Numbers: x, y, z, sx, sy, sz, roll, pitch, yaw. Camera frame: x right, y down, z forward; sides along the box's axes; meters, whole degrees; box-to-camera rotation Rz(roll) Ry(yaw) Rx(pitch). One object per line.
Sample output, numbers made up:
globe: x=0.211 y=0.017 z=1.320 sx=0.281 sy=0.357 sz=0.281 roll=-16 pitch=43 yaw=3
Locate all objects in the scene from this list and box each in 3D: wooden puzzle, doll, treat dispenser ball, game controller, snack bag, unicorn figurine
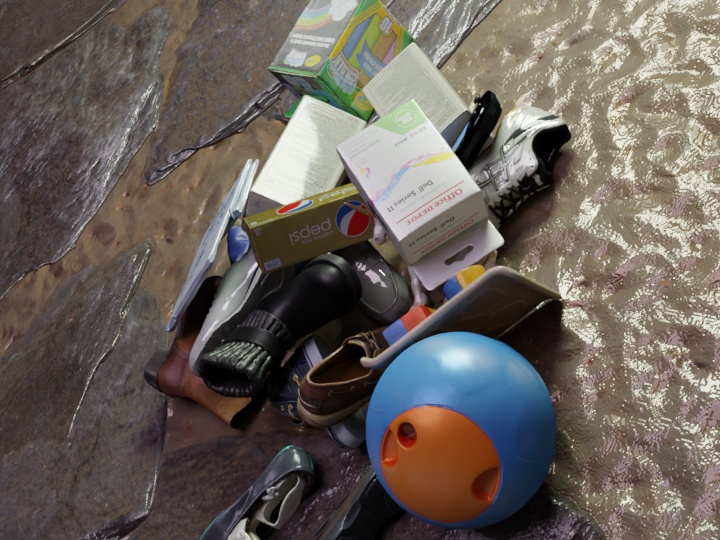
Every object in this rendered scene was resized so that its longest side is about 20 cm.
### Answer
wooden puzzle: x=0.110 y=0.054 z=1.473 sx=0.199 sy=0.185 sz=0.047 roll=-34 pitch=68 yaw=17
doll: x=-0.136 y=-0.004 z=1.855 sx=0.135 sy=0.049 sz=0.201 roll=-20 pitch=46 yaw=3
treat dispenser ball: x=0.104 y=0.166 z=1.375 sx=0.199 sy=0.201 sz=0.203 roll=-25 pitch=46 yaw=28
game controller: x=0.114 y=-0.130 z=1.655 sx=0.201 sy=0.042 sz=0.104 roll=-60 pitch=-6 yaw=26
snack bag: x=-0.202 y=-0.032 z=1.809 sx=0.189 sy=0.021 sz=0.202 roll=-52 pitch=16 yaw=46
unicorn figurine: x=0.084 y=-0.014 z=1.602 sx=0.197 sy=0.074 sz=0.140 roll=0 pitch=91 yaw=26

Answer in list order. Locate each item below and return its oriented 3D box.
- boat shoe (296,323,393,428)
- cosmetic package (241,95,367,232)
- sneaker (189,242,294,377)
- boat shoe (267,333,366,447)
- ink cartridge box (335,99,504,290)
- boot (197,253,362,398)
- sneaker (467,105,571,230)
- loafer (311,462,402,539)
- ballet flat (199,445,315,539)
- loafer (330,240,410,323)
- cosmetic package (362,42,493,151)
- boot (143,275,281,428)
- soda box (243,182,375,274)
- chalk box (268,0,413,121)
boat shoe: x=0.010 y=0.109 z=1.555 sx=0.199 sy=0.068 sz=0.072 roll=-30 pitch=53 yaw=-28
cosmetic package: x=-0.076 y=-0.130 z=1.804 sx=0.088 sy=0.102 sz=0.201 roll=111 pitch=-175 yaw=-51
sneaker: x=-0.168 y=0.053 z=1.770 sx=0.080 sy=0.076 sz=0.201 roll=28 pitch=79 yaw=43
boat shoe: x=-0.056 y=0.170 z=1.635 sx=0.091 sy=0.071 sz=0.201 roll=-42 pitch=33 yaw=11
ink cartridge box: x=0.070 y=-0.089 z=1.551 sx=0.116 sy=0.067 sz=0.201 roll=-32 pitch=60 yaw=-3
boot: x=-0.099 y=0.074 z=1.633 sx=0.210 sy=0.080 sz=0.158 roll=-34 pitch=9 yaw=47
sneaker: x=0.185 y=-0.111 z=1.613 sx=0.087 sy=0.075 sz=0.202 roll=19 pitch=77 yaw=44
loafer: x=0.010 y=0.255 z=1.503 sx=0.201 sy=0.072 sz=0.063 roll=-51 pitch=33 yaw=3
ballet flat: x=-0.125 y=0.301 z=1.597 sx=0.200 sy=0.073 sz=0.073 roll=-48 pitch=39 yaw=-1
loafer: x=0.000 y=0.000 z=1.706 sx=0.070 sy=0.070 sz=0.200 roll=-48 pitch=39 yaw=3
cosmetic package: x=0.088 y=-0.211 z=1.784 sx=0.103 sy=0.073 sz=0.201 roll=-41 pitch=40 yaw=11
boot: x=-0.186 y=0.105 z=1.810 sx=0.198 sy=0.069 sz=0.189 roll=16 pitch=60 yaw=42
soda box: x=-0.043 y=-0.062 z=1.674 sx=0.197 sy=0.065 sz=0.068 roll=-18 pitch=16 yaw=-8
chalk box: x=-0.038 y=-0.297 z=1.934 sx=0.124 sy=0.124 sz=0.202 roll=18 pitch=75 yaw=48
